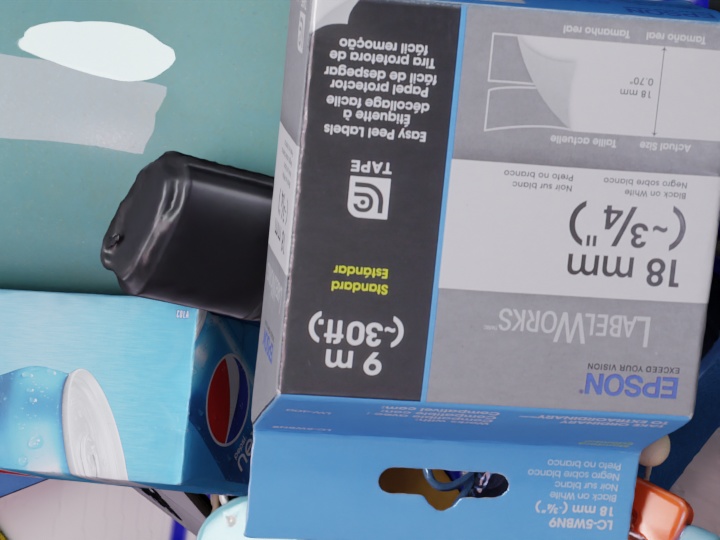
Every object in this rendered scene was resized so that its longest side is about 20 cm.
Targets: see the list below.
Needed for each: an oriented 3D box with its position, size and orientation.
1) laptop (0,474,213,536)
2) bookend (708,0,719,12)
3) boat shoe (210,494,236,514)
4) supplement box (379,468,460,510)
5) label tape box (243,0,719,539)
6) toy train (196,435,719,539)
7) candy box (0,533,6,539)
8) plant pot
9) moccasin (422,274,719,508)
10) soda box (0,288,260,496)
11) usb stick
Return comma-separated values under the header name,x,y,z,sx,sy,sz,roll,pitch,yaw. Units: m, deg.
name,x,y,z,sx,sy,sz,roll,pitch,yaw
laptop,-0.165,0.090,1.152,0.200,0.116,0.187,33,167,34
bookend,0.229,-0.074,0.845,0.200,0.198,0.092,-115,19,-64
boat shoe,-0.036,0.134,1.105,0.071,0.064,0.201,15,120,33
supplement box,0.032,0.150,1.149,0.200,0.066,0.069,52,133,7
label tape box,0.042,0.006,0.908,0.144,0.063,0.201,3,102,-10
toy train,0.028,0.110,1.014,0.200,0.056,0.151,19,85,16
candy box,-0.226,0.144,1.377,0.200,0.026,0.102,49,129,8
plant pot,-0.064,-0.079,1.031,0.161,0.201,0.201,8,117,20
moccasin,0.081,0.073,1.066,0.200,0.080,0.068,-48,61,19
soda box,-0.137,0.042,1.016,0.199,0.064,0.068,3,84,25
usb stick,0.000,0.000,0.971,0.056,0.200,0.033,-63,38,19
